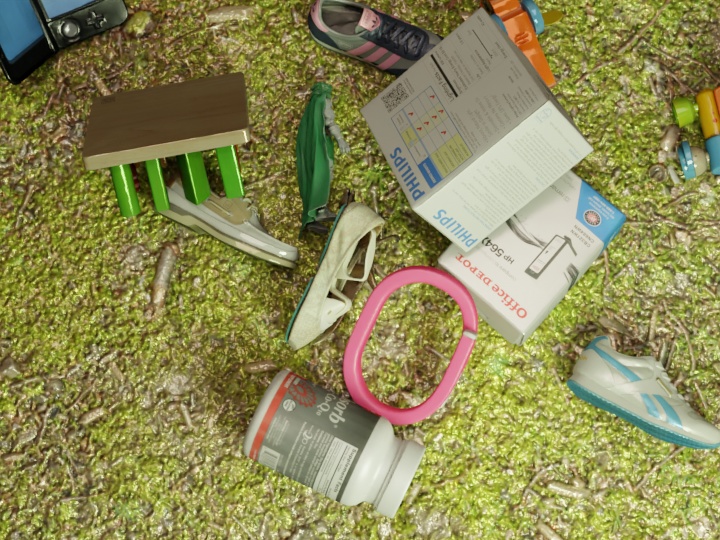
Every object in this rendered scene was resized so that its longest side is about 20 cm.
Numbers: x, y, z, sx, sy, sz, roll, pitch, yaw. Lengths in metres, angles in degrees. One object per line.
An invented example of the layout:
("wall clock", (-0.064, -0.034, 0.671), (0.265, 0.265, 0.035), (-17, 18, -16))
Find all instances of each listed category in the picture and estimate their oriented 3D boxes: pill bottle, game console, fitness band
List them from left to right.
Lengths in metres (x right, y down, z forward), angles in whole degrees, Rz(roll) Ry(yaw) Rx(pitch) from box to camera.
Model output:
("game console", (-0.401, -0.364, 1.705), (0.175, 0.116, 0.201), (-23, 116, -5))
("pill bottle", (-0.031, 0.210, 1.625), (0.199, 0.116, 0.116), (25, 79, 5))
("fitness band", (0.060, 0.092, 1.654), (0.143, 0.037, 0.201), (27, 104, 7))

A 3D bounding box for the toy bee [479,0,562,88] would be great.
("toy bee", (0.197, -0.328, 1.757), (0.130, 0.109, 0.201), (-4, 103, -8))

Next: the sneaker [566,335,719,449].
("sneaker", (0.356, 0.153, 1.655), (0.199, 0.077, 0.081), (29, 77, 4))

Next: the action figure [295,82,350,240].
("action figure", (-0.051, -0.150, 1.720), (0.054, 0.118, 0.201), (8, 68, -21))

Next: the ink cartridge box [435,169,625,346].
("ink cartridge box", (0.209, -0.029, 1.689), (0.146, 0.084, 0.200), (40, 81, 9))

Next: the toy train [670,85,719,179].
("toy train", (0.450, -0.219, 1.737), (0.115, 0.085, 0.201), (-13, 78, 11))

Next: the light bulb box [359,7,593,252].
("light bulb box", (0.136, -0.169, 1.632), (0.200, 0.125, 0.199), (-39, 47, 14))

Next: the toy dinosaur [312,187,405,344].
("toy dinosaur", (0.000, 0.000, 1.710), (0.101, 0.058, 0.201), (8, 91, 19))

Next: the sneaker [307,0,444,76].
("sneaker", (0.026, -0.302, 1.751), (0.199, 0.082, 0.071), (14, 78, 3))

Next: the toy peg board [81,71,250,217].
("toy peg board", (-0.233, -0.154, 1.694), (0.199, 0.199, 0.098), (-10, 118, -2))

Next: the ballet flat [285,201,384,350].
("ballet flat", (-0.029, 0.015, 1.656), (0.062, 0.067, 0.201), (25, 97, 16))

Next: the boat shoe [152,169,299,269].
("boat shoe", (-0.161, -0.066, 1.706), (0.199, 0.075, 0.069), (25, 85, 6))
